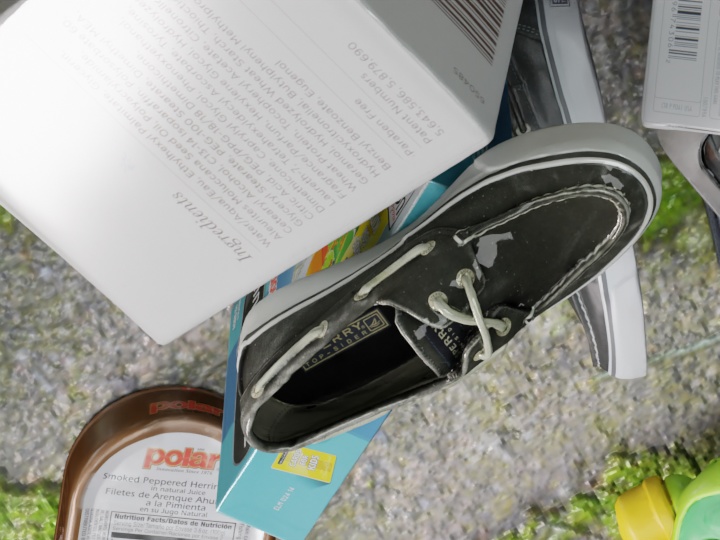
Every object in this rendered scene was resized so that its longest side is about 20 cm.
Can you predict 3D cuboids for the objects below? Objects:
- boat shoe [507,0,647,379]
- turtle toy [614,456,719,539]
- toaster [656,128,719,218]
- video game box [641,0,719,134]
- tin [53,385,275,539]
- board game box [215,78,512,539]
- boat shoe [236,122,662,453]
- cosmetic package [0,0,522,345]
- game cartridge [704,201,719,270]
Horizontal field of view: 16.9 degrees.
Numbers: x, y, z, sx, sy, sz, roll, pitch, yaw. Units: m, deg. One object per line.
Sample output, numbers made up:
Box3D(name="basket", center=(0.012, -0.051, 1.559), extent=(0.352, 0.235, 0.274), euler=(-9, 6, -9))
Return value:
Box3D(name="boat shoe", center=(0.096, -0.039, 1.163), extent=(0.056, 0.069, 0.202), euler=(-12, 109, 7))
Box3D(name="turtle toy", center=(0.228, 0.156, 1.234), extent=(0.145, 0.102, 0.200), euler=(-29, 133, 11))
Box3D(name="toaster", center=(0.248, -0.074, 1.051), extent=(0.118, 0.200, 0.181), euler=(-5, 141, -52))
Box3D(name="video game box", center=(0.209, -0.147, 0.972), extent=(0.047, 0.181, 0.202), euler=(-4, 102, -51))
Box3D(name="tin", center=(-0.101, 0.156, 1.234), extent=(0.111, 0.042, 0.202), euler=(5, 113, -14))
Box3D(name="board game box", center=(0.000, 0.000, 1.092), extent=(0.047, 0.152, 0.201), euler=(23, 122, -16))
Box3D(name="boat shoe", center=(0.036, 0.014, 0.970), extent=(0.199, 0.064, 0.071), euler=(-32, 119, 21))
Box3D(name="cosmetic package", center=(-0.057, -0.110, 1.016), extent=(0.199, 0.166, 0.165), euler=(-31, 118, 32))
Box3D(name="game cartridge", center=(0.239, -0.030, 1.199), extent=(0.132, 0.041, 0.201), euler=(-19, 115, -3))
